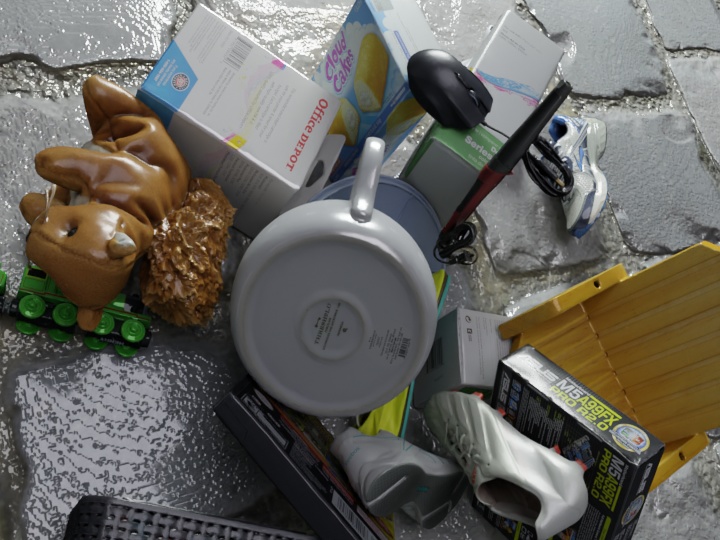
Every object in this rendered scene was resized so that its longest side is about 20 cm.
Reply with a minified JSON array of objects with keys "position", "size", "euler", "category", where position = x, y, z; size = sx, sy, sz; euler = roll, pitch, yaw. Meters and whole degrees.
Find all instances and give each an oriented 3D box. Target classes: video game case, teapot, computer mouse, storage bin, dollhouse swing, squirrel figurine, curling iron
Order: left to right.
[{"position":[-0.193,-0.034,0.665],"size":[0.197,0.142,0.188],"euler":[29,24,-25],"category":"squirrel figurine"},{"position":[-0.137,0.248,0.603],"size":[0.195,0.135,0.096],"euler":[17,61,-20],"category":"storage bin"},{"position":[-0.041,0.173,0.677],"size":[0.025,0.181,0.201],"euler":[-41,90,2],"category":"video game case"},{"position":[-0.022,0.017,0.693],"size":[0.200,0.197,0.147],"euler":[59,12,-19],"category":"teapot"},{"position":[0.126,-0.142,0.727],"size":[0.198,0.034,0.059],"euler":[36,62,-2],"category":"computer mouse"},{"position":[0.131,-0.085,0.707],"size":[0.025,0.202,0.050],"euler":[6,34,-49],"category":"curling iron"},{"position":[0.278,0.096,0.745],"size":[0.179,0.175,0.204],"euler":[-20,82,-33],"category":"dollhouse swing"}]

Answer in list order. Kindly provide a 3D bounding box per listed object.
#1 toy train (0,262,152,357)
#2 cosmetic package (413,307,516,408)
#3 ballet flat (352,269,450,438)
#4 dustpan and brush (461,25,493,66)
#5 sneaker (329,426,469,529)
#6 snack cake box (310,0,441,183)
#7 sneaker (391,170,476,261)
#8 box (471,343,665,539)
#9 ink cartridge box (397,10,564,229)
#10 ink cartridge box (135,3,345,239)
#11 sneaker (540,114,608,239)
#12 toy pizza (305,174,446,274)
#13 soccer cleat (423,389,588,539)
[{"position":[-0.281,0.028,0.686],"size":[0.195,0.042,0.058],"euler":[16,50,-21],"category":"toy train"},{"position":[0.165,0.108,0.847],"size":[0.195,0.108,0.087],"euler":[11,64,-22],"category":"cosmetic package"},{"position":[0.035,0.089,0.784],"size":[0.065,0.067,0.205],"euler":[17,86,0],"category":"ballet flat"},{"position":[0.181,-0.270,1.064],"size":[0.137,0.057,0.205],"euler":[21,66,-20],"category":"dustpan and brush"},{"position":[0.043,0.190,0.734],"size":[0.071,0.200,0.080],"euler":[-52,52,0],"category":"sneaker"},{"position":[0.009,-0.195,0.841],"size":[0.066,0.200,0.117],"euler":[-20,77,-31],"category":"snack cake box"},{"position":[0.113,-0.077,0.923],"size":[0.197,0.075,0.117],"euler":[-24,81,-28],"category":"sneaker"},{"position":[0.186,0.198,0.730],"size":[0.044,0.205,0.159],"euler":[-20,39,-32],"category":"box"},{"position":[0.122,-0.154,0.831],"size":[0.086,0.146,0.203],"euler":[31,63,-4],"category":"ink cartridge box"},{"position":[-0.123,-0.139,0.791],"size":[0.197,0.125,0.131],"euler":[33,57,-12],"category":"ink cartridge box"},{"position":[0.282,-0.131,1.046],"size":[0.083,0.078,0.204],"euler":[17,53,-9],"category":"sneaker"},{"position":[0.000,0.000,0.799],"size":[0.195,0.032,0.206],"euler":[-9,111,-23],"category":"toy pizza"},{"position":[0.116,0.170,0.700],"size":[0.077,0.198,0.071],"euler":[-29,122,-27],"category":"soccer cleat"}]
